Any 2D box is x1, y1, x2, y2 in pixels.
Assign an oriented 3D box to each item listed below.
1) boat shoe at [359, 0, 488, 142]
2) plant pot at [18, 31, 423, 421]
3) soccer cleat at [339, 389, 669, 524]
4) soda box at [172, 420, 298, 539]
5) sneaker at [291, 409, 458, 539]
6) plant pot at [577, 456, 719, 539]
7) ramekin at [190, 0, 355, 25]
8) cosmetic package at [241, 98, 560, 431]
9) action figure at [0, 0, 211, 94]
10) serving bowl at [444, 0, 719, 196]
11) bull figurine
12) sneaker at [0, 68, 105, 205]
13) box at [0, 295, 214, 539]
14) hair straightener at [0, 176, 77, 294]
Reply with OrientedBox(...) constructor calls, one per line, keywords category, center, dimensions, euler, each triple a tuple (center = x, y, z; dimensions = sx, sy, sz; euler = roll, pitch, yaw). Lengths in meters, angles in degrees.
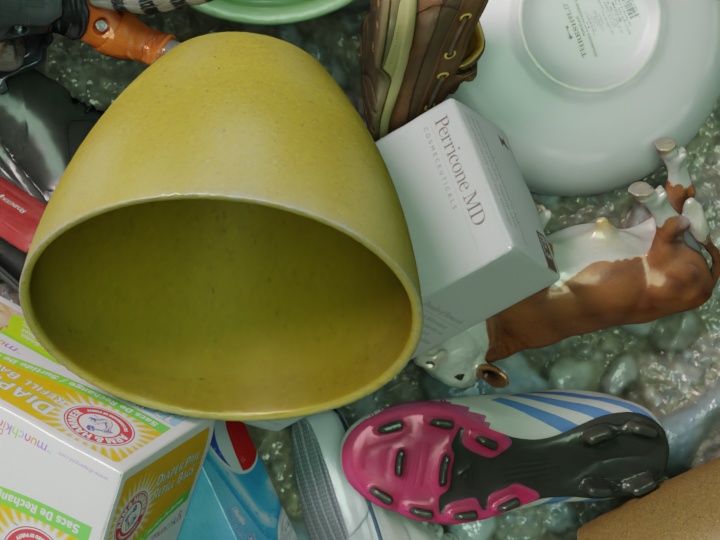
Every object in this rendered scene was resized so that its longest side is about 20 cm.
OrientedBox(category="boat shoe", center=(0.036, -0.119, 1.039), dimensions=(0.067, 0.200, 0.073), euler=(-3, 69, -5))
OrientedBox(category="plant pot", center=(-0.064, -0.035, 0.957), dimensions=(0.198, 0.201, 0.143), euler=(7, 55, -4))
OrientedBox(category="soccer cleat", center=(0.080, 0.105, 1.094), dimensions=(0.198, 0.086, 0.071), euler=(1, 100, -13))
OrientedBox(category="soda box", center=(-0.106, 0.105, 1.083), dimensions=(0.067, 0.064, 0.201), euler=(-24, 93, 26))
OrientedBox(category="sneaker", center=(0.020, 0.168, 1.109), dimensions=(0.070, 0.073, 0.202), euler=(-24, 96, -23))
OrientedBox(category="plant pot", center=(0.229, 0.179, 1.075), dimensions=(0.198, 0.186, 0.188), euler=(-9, 91, 8))
OrientedBox(category="ramekin", center=(-0.056, -0.236, 1.081), dimensions=(0.198, 0.098, 0.202), euler=(0, 90, -4))
OrientedBox(category="cosmetic package", center=(0.000, 0.000, 1.048), dimensions=(0.199, 0.074, 0.102), euler=(-31, 63, 20))
OrientedBox(category="action figure", center=(-0.160, -0.177, 0.976), dimensions=(0.191, 0.105, 0.202), euler=(-2, 115, -2))
OrientedBox(category="serving bowl", center=(0.130, -0.145, 1.113), dimensions=(0.198, 0.066, 0.202), euler=(0, 90, -5))
OrientedBox(category="bull figurine", center=(0.118, 0.000, 1.102), dimensions=(0.198, 0.065, 0.122), euler=(-15, 128, -12))
OrientedBox(category="sneaker", center=(-0.192, -0.081, 1.091), dimensions=(0.090, 0.076, 0.201), euler=(-30, 94, -18))
OrientedBox(category="box", center=(-0.197, 0.092, 1.021), dimensions=(0.199, 0.112, 0.102), euler=(26, 111, 14))
OrientedBox(category="hair straightener", center=(-0.224, -0.022, 1.048), dimensions=(0.041, 0.199, 0.078), euler=(-32, 133, -36))
